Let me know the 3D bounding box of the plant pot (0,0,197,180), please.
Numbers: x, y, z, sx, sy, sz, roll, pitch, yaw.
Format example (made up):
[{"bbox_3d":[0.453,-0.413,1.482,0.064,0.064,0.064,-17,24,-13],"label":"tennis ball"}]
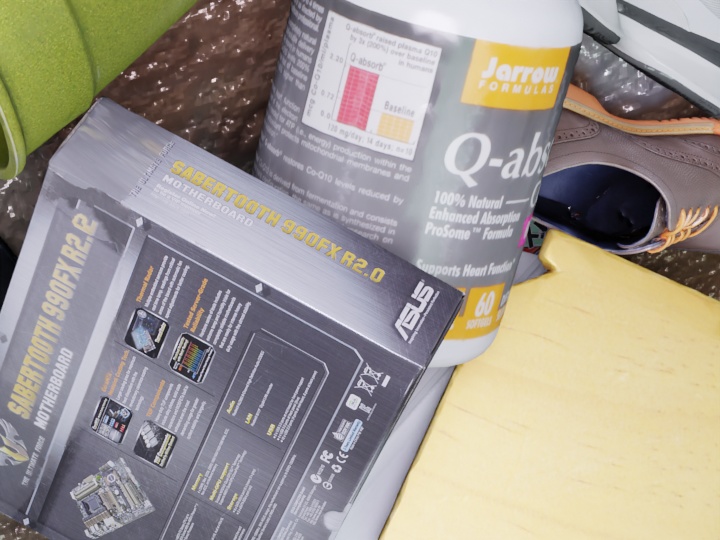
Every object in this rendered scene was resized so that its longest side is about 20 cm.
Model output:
[{"bbox_3d":[-0.106,-0.169,0.859,0.193,0.200,0.200,-35,130,-15],"label":"plant pot"}]

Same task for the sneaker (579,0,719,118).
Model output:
[{"bbox_3d":[0.127,-0.157,1.041,0.200,0.076,0.115,26,99,-43],"label":"sneaker"}]

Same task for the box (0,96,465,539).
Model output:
[{"bbox_3d":[-0.067,0.048,0.923,0.158,0.048,0.200,28,133,4],"label":"box"}]

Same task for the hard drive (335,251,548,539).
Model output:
[{"bbox_3d":[0.047,0.107,1.080,0.200,0.027,0.132,-48,126,-21],"label":"hard drive"}]

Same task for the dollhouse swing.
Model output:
[{"bbox_3d":[0.111,0.111,1.095,0.182,0.176,0.200,24,84,1],"label":"dollhouse swing"}]

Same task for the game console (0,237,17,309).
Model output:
[{"bbox_3d":[-0.218,0.074,0.996,0.200,0.119,0.172,-33,128,-1],"label":"game console"}]

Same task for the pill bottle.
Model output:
[{"bbox_3d":[0.023,-0.071,0.937,0.116,0.116,0.200,5,111,-27],"label":"pill bottle"}]

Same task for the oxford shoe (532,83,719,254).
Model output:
[{"bbox_3d":[0.135,-0.029,1.074,0.200,0.073,0.071,12,126,-28],"label":"oxford shoe"}]

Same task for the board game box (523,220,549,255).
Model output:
[{"bbox_3d":[0.000,0.000,1.103,0.200,0.029,0.135,-40,128,4],"label":"board game box"}]
